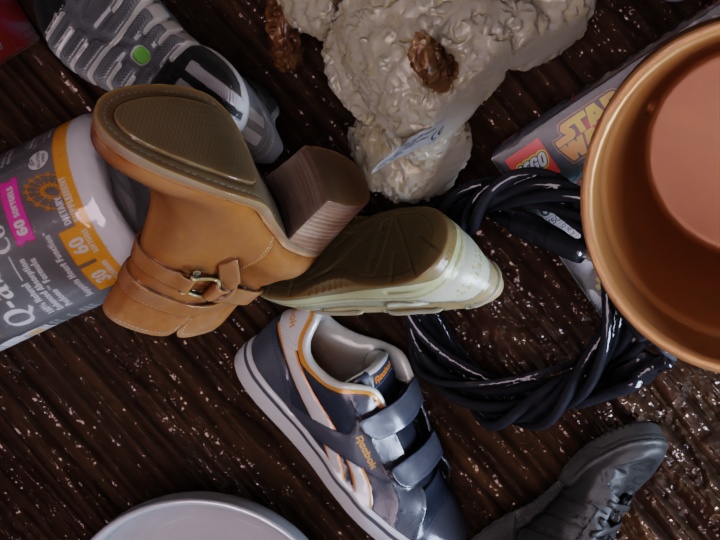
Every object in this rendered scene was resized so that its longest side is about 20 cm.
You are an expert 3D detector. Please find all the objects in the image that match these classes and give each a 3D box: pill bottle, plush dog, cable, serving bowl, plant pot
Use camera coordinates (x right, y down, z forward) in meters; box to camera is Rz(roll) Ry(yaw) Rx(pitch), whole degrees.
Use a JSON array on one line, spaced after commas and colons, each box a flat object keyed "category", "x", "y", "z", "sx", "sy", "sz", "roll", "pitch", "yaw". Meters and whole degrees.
[{"category": "pill bottle", "x": -0.229, "y": -0.012, "z": 1.250, "sx": 0.199, "sy": 0.116, "sz": 0.117, "roll": -25, "pitch": 101, "yaw": 14}, {"category": "plush dog", "x": 0.016, "y": -0.161, "z": 1.172, "sx": 0.172, "sy": 0.160, "sz": 0.200, "roll": 47, "pitch": 107, "yaw": 21}, {"category": "cable", "x": 0.092, "y": 0.021, "z": 1.208, "sx": 0.200, "sy": 0.051, "sz": 0.163, "roll": -19, "pitch": 110, "yaw": 44}, {"category": "serving bowl", "x": -0.102, "y": 0.237, "z": 1.327, "sx": 0.199, "sy": 0.066, "sz": 0.201, "roll": 2, "pitch": 106, "yaw": 8}, {"category": "plant pot", "x": 0.226, "y": -0.054, "z": 1.102, "sx": 0.199, "sy": 0.140, "sz": 0.201, "roll": 2, "pitch": 105, "yaw": 7}]

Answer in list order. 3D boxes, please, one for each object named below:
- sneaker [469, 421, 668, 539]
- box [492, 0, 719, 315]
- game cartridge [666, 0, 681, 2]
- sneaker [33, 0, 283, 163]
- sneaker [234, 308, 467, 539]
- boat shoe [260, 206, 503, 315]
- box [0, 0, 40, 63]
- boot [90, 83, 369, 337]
[{"category": "sneaker", "x": 0.137, "y": 0.194, "z": 1.260, "sx": 0.200, "sy": 0.060, "sz": 0.104, "roll": -40, "pitch": 53, "yaw": 21}, {"category": "box", "x": 0.201, "y": -0.072, "z": 1.203, "sx": 0.200, "sy": 0.040, "sz": 0.137, "roll": -34, "pitch": 97, "yaw": 16}, {"category": "game cartridge", "x": 0.112, "y": -0.224, "z": 1.133, "sx": 0.200, "sy": 0.133, "sz": 0.042, "roll": 35, "pitch": 107, "yaw": -2}, {"category": "sneaker", "x": -0.121, "y": -0.125, "z": 1.227, "sx": 0.075, "sy": 0.115, "sz": 0.200, "roll": -48, "pitch": 58, "yaw": 6}, {"category": "sneaker", "x": 0.010, "y": 0.105, "z": 1.264, "sx": 0.200, "sy": 0.078, "sz": 0.079, "roll": 46, "pitch": 119, "yaw": -4}, {"category": "boat shoe", "x": 0.001, "y": -0.002, "z": 1.210, "sx": 0.063, "sy": 0.200, "sz": 0.073, "roll": 33, "pitch": 66, "yaw": -36}, {"category": "box", "x": -0.284, "y": -0.144, "z": 1.177, "sx": 0.095, "sy": 0.200, "sz": 0.100, "roll": -28, "pitch": 100, "yaw": 16}, {"category": "boot", "x": -0.108, "y": -0.023, "z": 1.135, "sx": 0.200, "sy": 0.074, "sz": 0.155, "roll": 20, "pitch": 133, "yaw": -40}]
